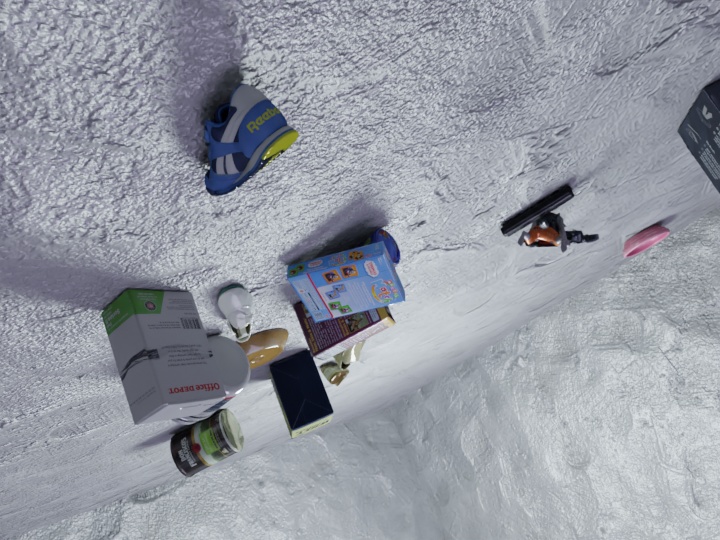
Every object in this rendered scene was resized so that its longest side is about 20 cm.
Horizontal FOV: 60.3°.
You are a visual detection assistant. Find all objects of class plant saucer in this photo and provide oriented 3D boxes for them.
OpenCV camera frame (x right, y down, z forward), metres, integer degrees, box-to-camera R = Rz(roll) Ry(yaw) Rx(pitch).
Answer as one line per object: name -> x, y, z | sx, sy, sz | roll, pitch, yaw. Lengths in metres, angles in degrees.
plant saucer -> 1.154, -0.124, 2.518 | 0.197, 0.052, 0.201 | -23, 161, -8
plant saucer -> -0.268, 0.210, 1.567 | 0.197, 0.036, 0.201 | -23, 162, -8

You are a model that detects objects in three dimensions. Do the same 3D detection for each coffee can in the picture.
coffee can -> -0.506, 0.570, 2.052 | 0.197, 0.148, 0.146 | -28, 162, 5

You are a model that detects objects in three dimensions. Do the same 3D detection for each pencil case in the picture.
pencil case -> 0.000, 0.000, 1.273 | 0.086, 0.079, 0.199 | 31, 130, -26

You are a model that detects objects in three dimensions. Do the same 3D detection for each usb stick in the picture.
usb stick -> 0.441, -0.146, 1.545 | 0.198, 0.033, 0.055 | -33, 169, 20

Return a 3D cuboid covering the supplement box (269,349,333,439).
supplement box -> -0.181, 0.378, 1.871 | 0.132, 0.203, 0.200 | -19, 162, -14

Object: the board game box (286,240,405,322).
board game box -> -0.025, 0.027, 1.216 | 0.196, 0.037, 0.152 | -13, 137, 14

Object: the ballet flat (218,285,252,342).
ballet flat -> -0.241, 0.094, 1.239 | 0.068, 0.070, 0.201 | -20, 161, -15

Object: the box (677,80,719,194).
box -> 0.832, -0.301, 1.373 | 0.116, 0.199, 0.200 | -26, 162, 4

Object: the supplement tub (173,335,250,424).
supplement tub -> -0.352, 0.249, 1.391 | 0.199, 0.142, 0.139 | -38, 158, 34

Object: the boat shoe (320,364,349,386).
boat shoe -> -0.089, 0.363, 2.198 | 0.074, 0.062, 0.200 | -51, 165, -5

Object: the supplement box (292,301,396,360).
supplement box -> -0.036, 0.104, 1.433 | 0.197, 0.133, 0.103 | -27, 162, 7

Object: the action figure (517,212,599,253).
action figure -> 0.501, -0.105, 1.580 | 0.196, 0.107, 0.193 | -4, -162, 24

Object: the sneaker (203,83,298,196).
sneaker -> -0.142, -0.148, 0.720 | 0.074, 0.083, 0.199 | -45, -167, -32

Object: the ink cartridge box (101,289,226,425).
ink cartridge box -> -0.327, 0.142, 1.036 | 0.083, 0.203, 0.145 | -32, 160, 24

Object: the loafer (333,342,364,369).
loafer -> -0.027, 0.253, 1.947 | 0.074, 0.069, 0.200 | -15, 159, -28
